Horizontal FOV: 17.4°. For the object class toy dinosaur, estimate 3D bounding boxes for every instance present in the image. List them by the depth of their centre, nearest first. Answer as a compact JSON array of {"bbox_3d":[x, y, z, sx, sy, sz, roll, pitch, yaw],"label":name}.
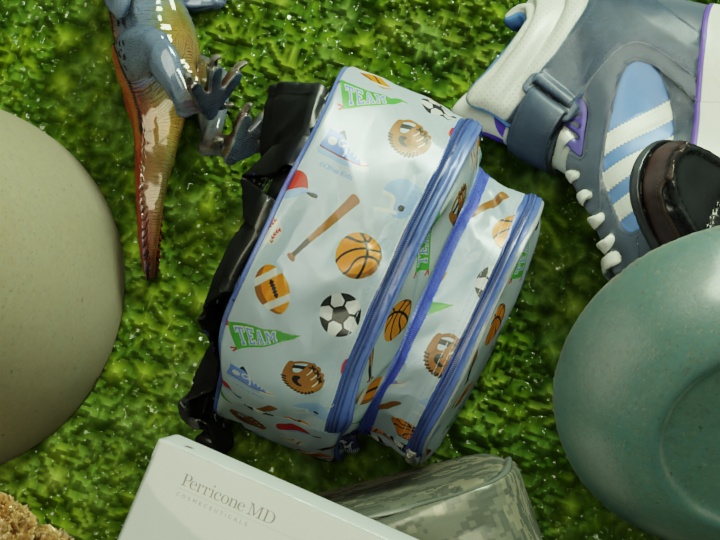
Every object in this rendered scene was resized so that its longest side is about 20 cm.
[{"bbox_3d":[-0.120,-0.134,1.223,0.200,0.105,0.181,-51,56,5],"label":"toy dinosaur"}]

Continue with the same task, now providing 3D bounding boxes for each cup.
[{"bbox_3d":[-0.229,-0.008,1.170,0.199,0.143,0.202,-1,75,6],"label":"cup"}]

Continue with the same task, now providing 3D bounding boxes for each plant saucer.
[{"bbox_3d":[0.190,0.070,1.092,0.200,0.202,0.039,-2,35,5],"label":"plant saucer"}]

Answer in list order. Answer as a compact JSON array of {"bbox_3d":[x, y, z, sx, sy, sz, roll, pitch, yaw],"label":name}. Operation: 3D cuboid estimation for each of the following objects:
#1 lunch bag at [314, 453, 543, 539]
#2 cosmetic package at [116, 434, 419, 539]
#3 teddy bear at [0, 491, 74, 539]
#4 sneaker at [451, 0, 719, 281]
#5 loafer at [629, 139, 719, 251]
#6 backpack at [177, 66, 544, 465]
[{"bbox_3d":[0.009,0.190,1.107,0.199,0.139,0.169,-15,92,3],"label":"lunch bag"},{"bbox_3d":[-0.023,0.179,1.013,0.199,0.052,0.152,24,92,5],"label":"cosmetic package"},{"bbox_3d":[-0.213,0.203,1.165,0.144,0.067,0.201,4,83,16],"label":"teddy bear"},{"bbox_3d":[0.115,-0.046,1.184,0.146,0.081,0.201,6,81,16],"label":"sneaker"},{"bbox_3d":[0.208,0.007,1.111,0.200,0.063,0.072,46,58,-24],"label":"loafer"},{"bbox_3d":[0.000,0.000,1.120,0.153,0.191,0.201,17,78,9],"label":"backpack"}]
